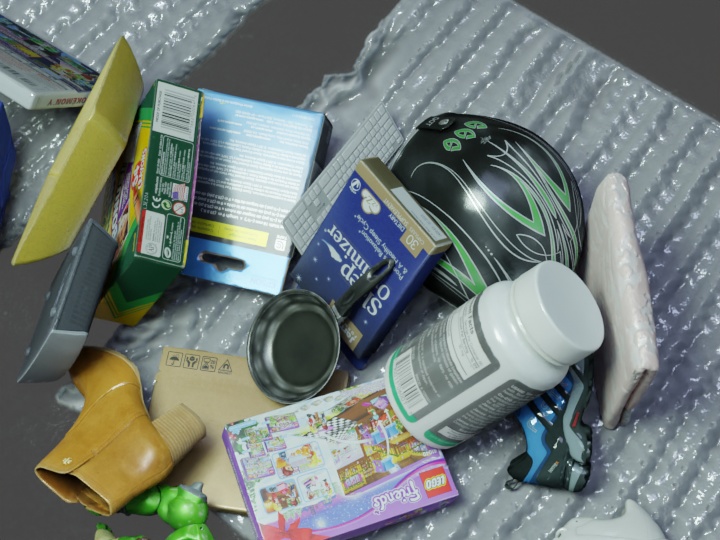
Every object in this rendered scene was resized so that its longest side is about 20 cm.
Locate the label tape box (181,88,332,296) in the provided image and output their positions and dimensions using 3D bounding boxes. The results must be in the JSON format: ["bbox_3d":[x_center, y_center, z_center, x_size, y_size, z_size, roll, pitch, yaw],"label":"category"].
[{"bbox_3d":[-0.124,-0.080,1.502,0.143,0.063,0.201,13,84,8],"label":"label tape box"}]

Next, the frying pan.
[{"bbox_3d":[-0.046,0.045,1.401,0.115,0.031,0.191,37,101,32],"label":"frying pan"}]

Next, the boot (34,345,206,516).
[{"bbox_3d":[-0.263,0.153,1.362,0.201,0.071,0.144,26,43,33],"label":"boot"}]

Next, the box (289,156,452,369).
[{"bbox_3d":[0.000,0.000,1.405,0.032,0.200,0.121,-18,59,-45],"label":"box"}]

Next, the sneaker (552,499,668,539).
[{"bbox_3d":[0.202,0.286,1.331,0.199,0.075,0.087,-19,54,-13],"label":"sneaker"}]

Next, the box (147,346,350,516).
[{"bbox_3d":[-0.121,0.166,1.418,0.199,0.021,0.164,8,66,6],"label":"box"}]

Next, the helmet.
[{"bbox_3d":[0.133,-0.052,1.418,0.190,0.200,0.200,34,71,28],"label":"helmet"}]

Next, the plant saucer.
[{"bbox_3d":[-0.282,-0.117,1.447,0.048,0.200,0.200,27,28,-16],"label":"plant saucer"}]

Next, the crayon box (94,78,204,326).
[{"bbox_3d":[-0.223,-0.067,1.447,0.058,0.172,0.201,14,63,-22],"label":"crayon box"}]

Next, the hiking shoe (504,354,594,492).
[{"bbox_3d":[0.186,0.116,1.378,0.086,0.074,0.201,1,82,10],"label":"hiking shoe"}]

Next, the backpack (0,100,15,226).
[{"bbox_3d":[-0.476,-0.085,1.467,0.199,0.168,0.163,3,47,0],"label":"backpack"}]

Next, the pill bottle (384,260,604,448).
[{"bbox_3d":[0.126,0.080,1.332,0.200,0.113,0.114,-36,59,35],"label":"pill bottle"}]

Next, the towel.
[{"bbox_3d":[0.250,0.035,1.369,0.032,0.191,0.201,-5,66,-2],"label":"towel"}]

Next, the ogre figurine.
[{"bbox_3d":[-0.189,0.287,1.327,0.119,0.098,0.201,-17,54,8],"label":"ogre figurine"}]

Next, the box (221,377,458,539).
[{"bbox_3d":[-0.021,0.191,1.368,0.199,0.039,0.137,-15,69,-17],"label":"box"}]

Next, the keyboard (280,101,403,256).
[{"bbox_3d":[-0.017,-0.097,1.500,0.011,0.056,0.200,8,49,40],"label":"keyboard"}]

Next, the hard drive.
[{"bbox_3d":[-0.292,0.039,1.398,0.042,0.200,0.135,21,65,-15],"label":"hard drive"}]

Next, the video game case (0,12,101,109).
[{"bbox_3d":[-0.384,-0.234,1.545,0.200,0.182,0.023,31,109,16],"label":"video game case"}]
